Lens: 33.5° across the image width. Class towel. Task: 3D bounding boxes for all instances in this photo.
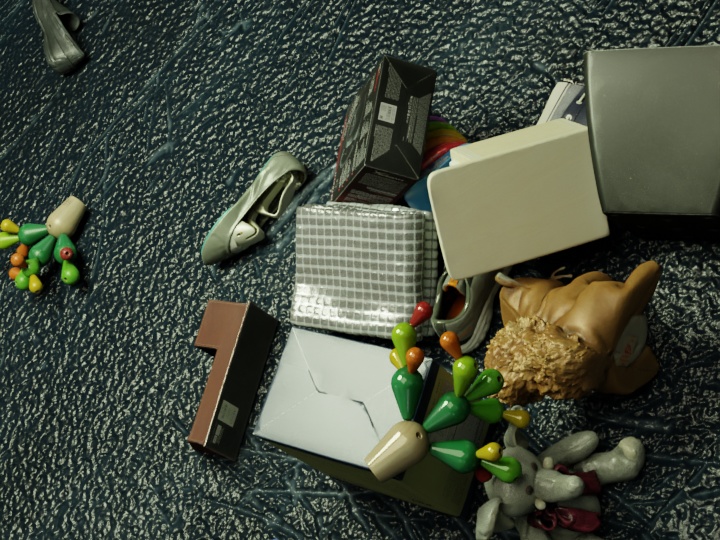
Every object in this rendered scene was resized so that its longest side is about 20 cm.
[{"bbox_3d":[0.000,0.000,1.515,0.198,0.085,0.168,4,100,32],"label":"towel"}]

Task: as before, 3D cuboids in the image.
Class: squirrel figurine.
[{"bbox_3d":[0.214,0.066,1.342,0.199,0.143,0.186,-33,37,-31],"label":"squirrel figurine"}]

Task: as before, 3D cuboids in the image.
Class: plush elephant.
[{"bbox_3d":[0.200,0.237,1.280,0.198,0.155,0.167,1,68,30],"label":"plush elephant"}]

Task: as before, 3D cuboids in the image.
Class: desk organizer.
[{"bbox_3d":[-0.187,0.145,1.611,0.076,0.072,0.202,4,70,34],"label":"desk organizer"}]

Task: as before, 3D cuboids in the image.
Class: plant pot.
[{"bbox_3d":[0.367,-0.133,1.347,0.198,0.199,0.180,3,81,31],"label":"plant pot"}]

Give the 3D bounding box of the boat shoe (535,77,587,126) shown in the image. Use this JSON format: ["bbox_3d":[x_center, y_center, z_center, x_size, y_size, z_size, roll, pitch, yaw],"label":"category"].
[{"bbox_3d":[0.259,-0.146,1.479,0.092,0.075,0.202,14,75,40],"label":"boat shoe"}]

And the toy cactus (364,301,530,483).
[{"bbox_3d":[0.074,0.150,1.226,0.164,0.102,0.201,-37,98,-1],"label":"toy cactus"}]

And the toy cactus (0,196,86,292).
[{"bbox_3d":[-0.498,-0.048,1.875,0.199,0.102,0.166,16,66,44],"label":"toy cactus"}]

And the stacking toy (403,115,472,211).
[{"bbox_3d":[0.098,-0.161,1.580,0.116,0.110,0.201,-36,43,15],"label":"stacking toy"}]

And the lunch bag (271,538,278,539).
[{"bbox_3d":[-0.114,0.415,1.402,0.135,0.132,0.202,-16,60,42],"label":"lunch bag"}]

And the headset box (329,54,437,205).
[{"bbox_3d":[0.024,-0.162,1.536,0.076,0.200,0.151,14,72,-11],"label":"headset box"}]

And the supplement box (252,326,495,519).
[{"bbox_3d":[0.023,0.178,1.386,0.198,0.200,0.136,11,72,34],"label":"supplement box"}]

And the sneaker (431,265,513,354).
[{"bbox_3d":[0.139,-0.001,1.479,0.073,0.079,0.202,5,70,34],"label":"sneaker"}]

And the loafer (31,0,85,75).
[{"bbox_3d":[-0.525,-0.432,2.094,0.070,0.068,0.202,-26,61,8],"label":"loafer"}]

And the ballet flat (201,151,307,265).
[{"bbox_3d":[-0.149,-0.079,1.699,0.064,0.067,0.201,37,89,30],"label":"ballet flat"}]

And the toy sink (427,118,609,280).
[{"bbox_3d":[0.172,-0.086,1.399,0.198,0.132,0.112,-17,16,-6],"label":"toy sink"}]
